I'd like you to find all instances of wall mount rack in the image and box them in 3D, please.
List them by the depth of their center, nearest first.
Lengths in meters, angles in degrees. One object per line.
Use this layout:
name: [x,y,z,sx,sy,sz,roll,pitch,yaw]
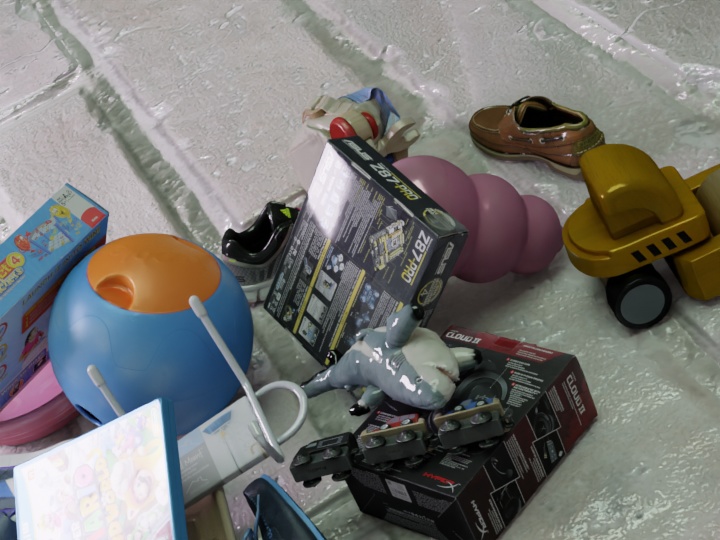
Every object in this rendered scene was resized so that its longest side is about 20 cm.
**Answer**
wall mount rack: [-0.155,0.131,1.624,0.200,0.075,0.174,-33,51,4]

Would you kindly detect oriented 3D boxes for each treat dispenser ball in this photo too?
treat dispenser ball: [-0.203,0.064,1.758,0.200,0.201,0.201,-17,34,12]

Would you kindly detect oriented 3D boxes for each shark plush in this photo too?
shark plush: [0.009,0.088,1.572,0.199,0.091,0.084,-3,56,38]

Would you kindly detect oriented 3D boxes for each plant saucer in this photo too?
plant saucer: [-0.349,0.115,1.916,0.200,0.051,0.201,-16,35,12]

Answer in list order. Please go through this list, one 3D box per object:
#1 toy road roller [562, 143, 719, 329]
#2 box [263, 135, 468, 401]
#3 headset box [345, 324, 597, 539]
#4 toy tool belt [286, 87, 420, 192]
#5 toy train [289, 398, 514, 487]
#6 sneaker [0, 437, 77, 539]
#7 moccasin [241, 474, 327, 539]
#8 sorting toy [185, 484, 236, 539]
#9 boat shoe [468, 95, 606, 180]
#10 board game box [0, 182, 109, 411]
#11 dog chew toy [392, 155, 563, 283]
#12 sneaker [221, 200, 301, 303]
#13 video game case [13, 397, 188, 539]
toy road roller: [0.283,-0.054,1.660,0.199,0.146,0.123,-23,34,3]
box: [0.000,0.000,1.688,0.049,0.201,0.161,-10,43,-44]
headset box: [0.098,0.137,1.579,0.148,0.077,0.200,12,47,43]
toy tool belt: [0.003,-0.149,1.965,0.123,0.125,0.200,-30,-2,-22]
toy train: [0.035,0.143,1.517,0.199,0.034,0.046,-15,23,18]
sneaker: [-0.299,0.241,1.696,0.199,0.081,0.147,-9,45,17]
moccasin: [-0.062,0.242,1.534,0.068,0.081,0.200,-39,33,-6]
sorting toy: [-0.188,0.286,1.577,0.200,0.037,0.185,-33,28,4]
boat shoe: [0.187,-0.157,1.933,0.072,0.068,0.200,-44,37,-24]
board game box: [-0.339,0.041,1.796,0.056,0.196,0.200,35,58,11]
dog chew toy: [0.106,-0.043,1.754,0.199,0.125,0.125,7,27,-20]
sneaker: [-0.061,-0.040,1.912,0.199,0.088,0.074,-23,33,1]
video game case: [-0.231,0.211,1.585,0.200,0.018,0.144,-26,61,34]
